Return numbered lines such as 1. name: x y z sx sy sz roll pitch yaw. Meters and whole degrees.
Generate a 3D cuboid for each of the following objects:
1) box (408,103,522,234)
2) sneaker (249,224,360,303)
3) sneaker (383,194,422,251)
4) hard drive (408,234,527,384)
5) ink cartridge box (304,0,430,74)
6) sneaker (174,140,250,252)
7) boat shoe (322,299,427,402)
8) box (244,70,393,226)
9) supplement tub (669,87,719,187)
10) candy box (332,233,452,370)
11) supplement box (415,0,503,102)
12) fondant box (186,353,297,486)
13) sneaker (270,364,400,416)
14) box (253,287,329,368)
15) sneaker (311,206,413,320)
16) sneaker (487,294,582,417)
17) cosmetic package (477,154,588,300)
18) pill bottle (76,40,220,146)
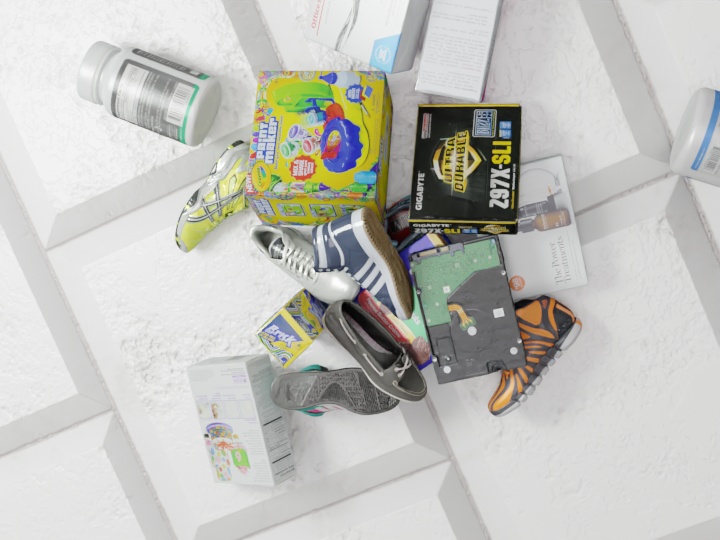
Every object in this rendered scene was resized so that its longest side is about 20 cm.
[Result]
1. box: 0.157 -0.150 1.575 0.159 0.049 0.201 3 65 9
2. sneaker: -0.087 -0.010 1.632 0.199 0.080 0.077 30 93 30
3. sneaker: 0.029 -0.056 1.635 0.200 0.096 0.079 -35 92 12
4. hard drive: 0.159 0.057 1.583 0.139 0.038 0.201 -14 96 10
5. ink cartridge box: -0.008 -0.378 1.565 0.199 0.067 0.116 27 119 23
6. sneaker: -0.221 -0.105 1.678 0.076 0.075 0.200 36 103 2
7. boat shoe: 0.027 0.121 1.591 0.200 0.067 0.057 42 144 -2
8. box: -0.057 -0.179 1.581 0.191 0.122 0.201 1 72 9
9. supplement tub: 0.556 -0.173 1.520 0.199 0.132 0.133 18 101 5
10. candy box: 0.087 0.056 1.653 0.200 0.077 0.169 -36 92 11
11. supplement box: 0.151 -0.353 1.570 0.103 0.101 0.201 10 100 7
12. fondant box: -0.190 0.238 1.701 0.144 0.058 0.201 -7 97 41
13. sneaker: -0.036 0.191 1.670 0.199 0.121 0.084 3 87 2
14. box: -0.096 0.081 1.621 0.064 0.200 0.070 -41 91 12
15. sneaker: 0.000 0.000 1.566 0.108 0.070 0.201 -14 125 21
16. sneaker: 0.237 0.121 1.637 0.112 0.078 0.200 38 91 -8
17. cosmetic package: 0.253 -0.062 1.625 0.150 0.052 0.201 -12 96 13
18. pill bottle: -0.326 -0.276 1.648 0.199 0.113 0.114 22 101 5
